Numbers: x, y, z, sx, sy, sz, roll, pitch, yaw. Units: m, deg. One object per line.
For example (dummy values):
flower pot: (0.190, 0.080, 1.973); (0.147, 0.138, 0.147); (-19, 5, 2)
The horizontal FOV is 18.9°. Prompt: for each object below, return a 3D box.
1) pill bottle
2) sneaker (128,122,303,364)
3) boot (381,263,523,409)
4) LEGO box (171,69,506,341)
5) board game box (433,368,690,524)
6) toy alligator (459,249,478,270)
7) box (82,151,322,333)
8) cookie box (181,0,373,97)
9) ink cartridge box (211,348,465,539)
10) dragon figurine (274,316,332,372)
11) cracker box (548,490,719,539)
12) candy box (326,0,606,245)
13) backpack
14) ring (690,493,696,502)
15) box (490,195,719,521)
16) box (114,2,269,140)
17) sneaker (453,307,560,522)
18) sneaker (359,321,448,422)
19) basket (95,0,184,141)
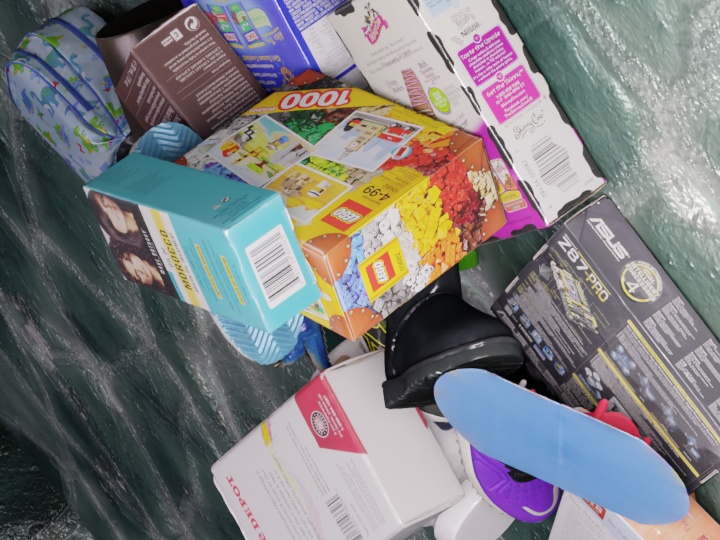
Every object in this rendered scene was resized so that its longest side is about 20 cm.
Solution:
pill bottle: (0.051, 0.152, 1.909); (0.200, 0.115, 0.116); (44, 157, 29)
sneaker: (-0.110, -0.020, 1.664); (0.201, 0.076, 0.081); (61, 165, -4)
boot: (0.052, 0.007, 1.614); (0.200, 0.076, 0.170); (145, 118, -70)
LEGO box: (-0.021, -0.050, 1.517); (0.199, 0.149, 0.078); (26, 144, 47)
board game box: (0.149, 0.110, 1.537); (0.199, 0.039, 0.158); (23, 158, 16)
toy alligator: (0.000, 0.000, 1.758); (0.054, 0.198, 0.060); (-58, -44, -72)
box: (-0.111, -0.022, 1.476); (0.199, 0.049, 0.083); (17, 135, 54)
cookie box: (-0.049, -0.170, 1.691); (0.171, 0.075, 0.201); (11, 133, 61)
ink cartridge box: (-0.022, 0.179, 1.846); (0.200, 0.085, 0.148); (-41, 75, 48)
dragon figurine: (-0.051, 0.024, 1.816); (0.200, 0.099, 0.059); (40, -152, -18)
cracker box: (0.215, 0.222, 1.680); (0.134, 0.058, 0.200); (46, 159, 19)
candy box: (0.072, -0.121, 1.515); (0.201, 0.061, 0.136); (57, 159, -8)
backpack: (-0.250, -0.162, 2.098); (0.201, 0.153, 0.163); (63, 169, 17)
ring: (0.195, 0.130, 1.690); (0.200, 0.019, 0.201); (45, 157, 25)
box: (0.189, 0.066, 1.535); (0.201, 0.049, 0.161); (53, 156, 10)
box: (-0.103, -0.099, 1.712); (0.200, 0.075, 0.100); (50, 159, 3)
sneaker: (0.125, 0.128, 1.719); (0.099, 0.069, 0.201); (21, 141, 54)
sneaker: (0.031, 0.046, 1.849); (0.200, 0.074, 0.085); (46, 158, 24)
basket: (-0.139, -0.135, 1.879); (0.201, 0.135, 0.180); (67, 167, -17)
